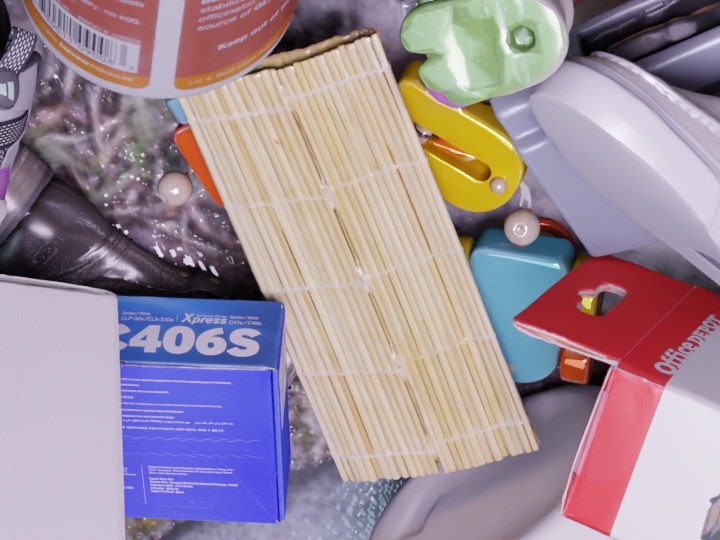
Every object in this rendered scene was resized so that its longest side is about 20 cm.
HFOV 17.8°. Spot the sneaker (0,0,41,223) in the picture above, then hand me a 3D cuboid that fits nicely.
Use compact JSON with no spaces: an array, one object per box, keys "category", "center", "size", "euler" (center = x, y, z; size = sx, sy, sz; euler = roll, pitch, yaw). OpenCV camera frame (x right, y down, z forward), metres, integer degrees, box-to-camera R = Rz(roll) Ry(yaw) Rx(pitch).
[{"category":"sneaker","center":[-0.188,-0.074,0.956],"size":[0.078,0.200,0.140],"euler":[26,82,-39]}]

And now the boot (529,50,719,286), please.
[{"category":"boot","center":[0.145,-0.046,0.809],"size":[0.200,0.073,0.096],"euler":[36,86,-41]}]

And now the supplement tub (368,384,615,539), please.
[{"category":"supplement tub","center":[0.109,0.166,0.991],"size":[0.145,0.146,0.200],"euler":[-27,111,24]}]

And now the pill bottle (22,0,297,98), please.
[{"category":"pill bottle","center":[-0.066,-0.155,0.818],"size":[0.112,0.112,0.200],"euler":[20,153,0]}]

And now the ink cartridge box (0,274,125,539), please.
[{"category":"ink cartridge box","center":[-0.149,0.121,0.894],"size":[0.085,0.148,0.200],"euler":[7,135,-15]}]

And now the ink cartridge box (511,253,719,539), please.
[{"category":"ink cartridge box","center":[0.154,0.070,0.862],"size":[0.200,0.116,0.067],"euler":[24,112,16]}]

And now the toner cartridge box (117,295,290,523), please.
[{"category":"toner cartridge box","center":[-0.130,0.056,0.966],"size":[0.199,0.043,0.095],"euler":[3,131,3]}]

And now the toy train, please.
[{"category":"toy train","center":[0.017,-0.022,0.961],"size":[0.150,0.056,0.200],"euler":[-27,110,30]}]

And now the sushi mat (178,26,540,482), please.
[{"category":"sushi mat","center":[0.000,0.000,0.938],"size":[0.095,0.012,0.200],"euler":[-11,117,24]}]

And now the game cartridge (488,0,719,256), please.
[{"category":"game cartridge","center":[0.159,-0.073,0.863],"size":[0.200,0.042,0.133],"euler":[-23,153,12]}]

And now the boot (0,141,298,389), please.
[{"category":"boot","center":[-0.129,0.050,1.023],"size":[0.174,0.069,0.200],"euler":[35,123,-14]}]

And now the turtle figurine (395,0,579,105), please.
[{"category":"turtle figurine","center":[0.030,-0.136,0.795],"size":[0.200,0.194,0.144],"euler":[30,114,0]}]
